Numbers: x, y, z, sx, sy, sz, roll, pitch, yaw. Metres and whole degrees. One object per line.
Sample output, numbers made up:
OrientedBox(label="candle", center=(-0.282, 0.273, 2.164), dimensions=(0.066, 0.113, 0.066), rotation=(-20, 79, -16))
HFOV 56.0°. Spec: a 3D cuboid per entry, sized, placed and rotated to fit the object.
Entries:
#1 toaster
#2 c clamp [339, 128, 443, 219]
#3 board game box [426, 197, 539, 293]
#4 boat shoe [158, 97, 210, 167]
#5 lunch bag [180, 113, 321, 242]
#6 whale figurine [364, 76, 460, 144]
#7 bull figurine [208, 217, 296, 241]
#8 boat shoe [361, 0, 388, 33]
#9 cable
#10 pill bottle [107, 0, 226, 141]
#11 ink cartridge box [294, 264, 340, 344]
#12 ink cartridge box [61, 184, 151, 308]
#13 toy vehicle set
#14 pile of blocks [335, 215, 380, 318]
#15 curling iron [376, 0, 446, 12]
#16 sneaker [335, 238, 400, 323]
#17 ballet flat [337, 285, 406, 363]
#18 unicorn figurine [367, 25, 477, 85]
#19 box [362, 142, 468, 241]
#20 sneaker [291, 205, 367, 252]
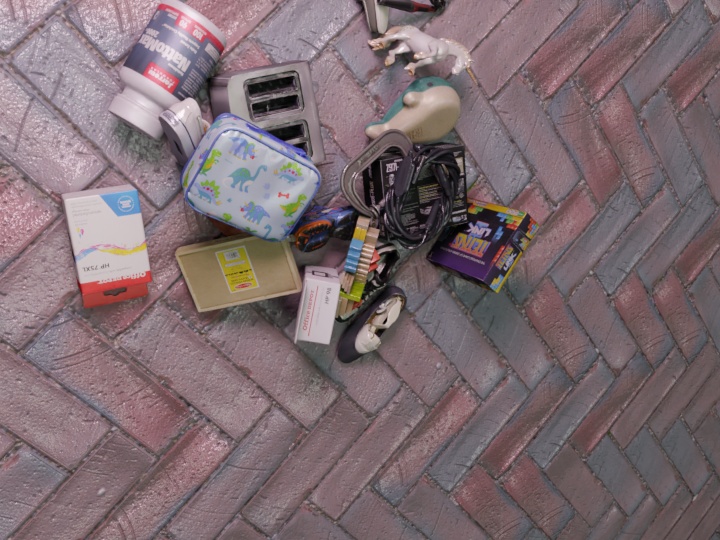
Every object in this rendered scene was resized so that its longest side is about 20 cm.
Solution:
OrientedBox(label="toaster", center=(-0.166, -0.266, 1.184), dimensions=(0.199, 0.119, 0.182), rotation=(-18, 110, -24))
OrientedBox(label="c clamp", center=(0.060, -0.172, 1.286), dimensions=(0.200, 0.027, 0.171), rotation=(-37, 116, -16))
OrientedBox(label="board game box", center=(0.251, -0.059, 1.420), dimensions=(0.057, 0.200, 0.166), rotation=(38, 83, -33))
OrientedBox(label="boat shoe", center=(-0.272, -0.214, 1.110), dimensions=(0.071, 0.200, 0.070), rotation=(43, 74, 13))
OrientedBox(label="lunch bag", center=(-0.173, -0.148, 1.092), dimensions=(0.199, 0.083, 0.161), rotation=(23, 110, -32))
OrientedBox(label="whale figurine", center=(0.096, -0.309, 1.337), dimensions=(0.199, 0.104, 0.159), rotation=(-24, 153, 0))
OrientedBox(label="bull figurine", center=(-0.190, -0.067, 1.234), dimensions=(0.121, 0.065, 0.200), rotation=(-35, 117, 25))
OrientedBox(label="boat shoe", center=(0.011, -0.539, 1.244), dimensions=(0.060, 0.072, 0.203), rotation=(0, 118, 17))
OrientedBox(label="cable", center=(0.119, -0.138, 1.299), dimensions=(0.163, 0.051, 0.201), rotation=(5, 102, -43))
OrientedBox(label="pill bottle", center=(-0.313, -0.317, 1.087), dimensions=(0.119, 0.119, 0.201), rotation=(31, 87, -31))
OrientedBox(label="ink cartridge box", center=(-0.081, 0.065, 1.264), dimensions=(0.066, 0.200, 0.117), rotation=(10, 99, -6))
OrientedBox(label="ink cartridge box", center=(-0.420, -0.034, 1.133), dimensions=(0.116, 0.067, 0.201), rotation=(-13, 109, -25))
OrientedBox(label="toy vehicle set", center=(-0.217, -0.001, 1.215), dimensions=(0.199, 0.027, 0.125), rotation=(-11, 116, 8))
OrientedBox(label="pile of blocks", center=(0.000, 0.000, 1.301), dimensions=(0.062, 0.082, 0.201), rotation=(15, 102, 2))
OrientedBox(label="curling iron", center=(0.097, -0.512, 1.284), dimensions=(0.199, 0.026, 0.050), rotation=(-22, 135, -41))
OrientedBox(label="sneaker", center=(0.007, 0.023, 1.373), dimensions=(0.075, 0.088, 0.201), rotation=(32, 88, -33))
OrientedBox(label="ballet flat", center=(0.029, 0.117, 1.421), dimensions=(0.200, 0.073, 0.073), rotation=(-50, 120, -8))
OrientedBox(label="unicorn figurine", center=(0.122, -0.413, 1.277), dimensions=(0.137, 0.200, 0.074), rotation=(-37, 163, -33))
OrientedBox(label="box", center=(0.112, -0.164, 1.381), dimensions=(0.199, 0.086, 0.165), rotation=(-15, 110, -24))
OrientedBox(label="sneaker", center=(-0.061, -0.099, 1.312), dimensions=(0.199, 0.078, 0.076), rotation=(-16, 136, -42))
